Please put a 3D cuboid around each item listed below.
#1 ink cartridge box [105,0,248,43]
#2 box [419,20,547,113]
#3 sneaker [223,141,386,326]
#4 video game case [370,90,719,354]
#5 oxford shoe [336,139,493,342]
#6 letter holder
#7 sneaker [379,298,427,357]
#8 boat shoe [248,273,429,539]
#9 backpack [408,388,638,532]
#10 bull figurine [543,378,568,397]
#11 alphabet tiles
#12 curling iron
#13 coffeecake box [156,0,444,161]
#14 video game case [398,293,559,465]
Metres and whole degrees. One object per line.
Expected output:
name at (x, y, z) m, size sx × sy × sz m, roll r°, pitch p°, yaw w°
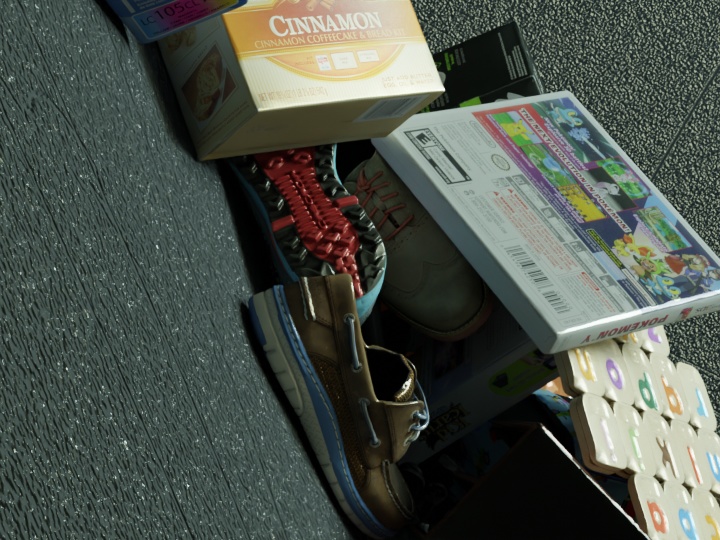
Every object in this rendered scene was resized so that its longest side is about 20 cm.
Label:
ink cartridge box at (-0.140, -0.233, 1.292) m, size 0.200 × 0.076 × 0.137 m, roll 57°, pitch 12°, yaw -64°
box at (0.062, -0.075, 1.835) m, size 0.124 × 0.199 × 0.149 m, roll -95°, pitch 162°, yaw -64°
sneaker at (-0.046, -0.035, 1.514) m, size 0.096 × 0.079 × 0.201 m, roll 98°, pitch -23°, yaw -51°
video game case at (0.129, -0.036, 1.543) m, size 0.182 × 0.023 × 0.200 m, roll -12°, pitch 52°, yaw -40°
oxford shoe at (0.015, -0.032, 1.544) m, size 0.200 × 0.070 × 0.075 m, roll 50°, pitch 1°, yaw 38°
letter holder at (0.131, 0.197, 1.477) m, size 0.200 × 0.101 × 0.142 m, roll 46°, pitch -6°, yaw -5°
sneaker at (0.000, 0.000, 1.638) m, size 0.078 × 0.112 × 0.200 m, roll 47°, pitch -11°, yaw -27°
boat shoe at (0.002, 0.084, 1.420) m, size 0.072 × 0.072 × 0.200 m, roll -105°, pitch 170°, yaw -50°
backpack at (0.140, 0.157, 1.648) m, size 0.182 × 0.135 × 0.200 m, roll 19°, pitch 5°, yaw -21°
bull figurine at (0.085, 0.067, 1.773) m, size 0.199 × 0.065 × 0.122 m, roll 1°, pitch 55°, yaw -35°
alphabet tiles at (0.186, 0.095, 1.542) m, size 0.200 × 0.015 × 0.197 m, roll 19°, pitch 50°, yaw -54°
curling iron at (0.021, 0.082, 1.568) m, size 0.026 × 0.049 × 0.201 m, roll -41°, pitch 126°, yaw -49°
coffeecake box at (-0.056, -0.180, 1.462) m, size 0.153 × 0.073 × 0.201 m, roll -10°, pitch 74°, yaw -40°
video game case at (0.083, 0.015, 1.641) m, size 0.045 × 0.181 × 0.201 m, roll 34°, pitch 40°, yaw -29°
